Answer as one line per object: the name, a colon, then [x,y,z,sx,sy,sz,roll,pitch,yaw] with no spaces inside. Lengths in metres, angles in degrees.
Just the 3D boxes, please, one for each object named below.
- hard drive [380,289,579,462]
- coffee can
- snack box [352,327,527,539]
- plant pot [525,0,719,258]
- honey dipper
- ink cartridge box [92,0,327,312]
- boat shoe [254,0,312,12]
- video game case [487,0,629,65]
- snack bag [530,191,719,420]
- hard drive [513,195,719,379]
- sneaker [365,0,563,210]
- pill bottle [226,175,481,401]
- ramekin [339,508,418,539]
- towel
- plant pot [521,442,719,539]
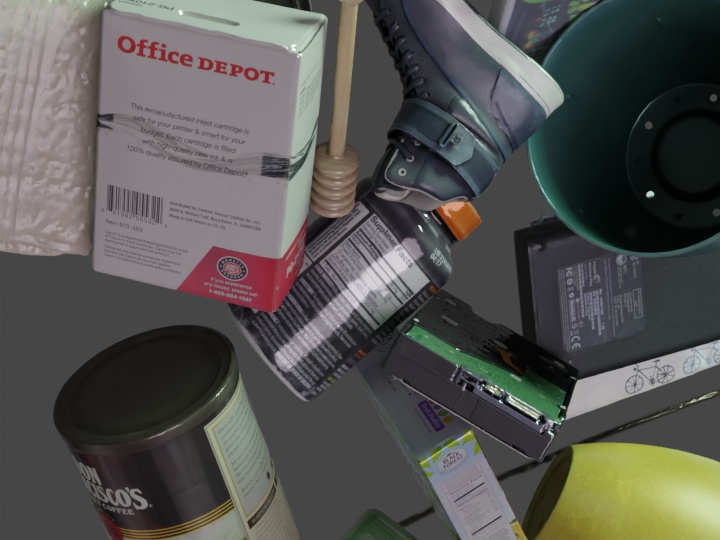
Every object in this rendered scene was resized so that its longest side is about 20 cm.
hard drive: [0.098,0.078,1.219,0.139,0.200,0.038,30,102,5]
coffee can: [-0.136,0.167,1.222,0.145,0.146,0.202,-23,120,-10]
snack box: [0.059,0.139,1.254,0.053,0.200,0.143,-29,120,-5]
plant pot: [0.247,-0.102,1.220,0.202,0.200,0.161,-56,156,9]
honey dipper: [-0.012,-0.124,1.119,0.037,0.038,0.202,-9,136,-17]
ink cartridge box: [-0.108,-0.089,1.107,0.143,0.085,0.202,13,119,9]
boat shoe: [-0.060,-0.149,1.155,0.070,0.064,0.203,-12,117,-16]
video game case: [0.182,-0.216,1.173,0.180,0.024,0.200,-18,160,-13]
snack bag: [0.244,0.020,1.377,0.186,0.021,0.202,-16,118,-14]
hard drive: [0.232,0.012,1.339,0.197,0.033,0.141,-14,112,-14]
sneaker: [0.030,-0.137,1.146,0.202,0.077,0.147,40,85,-1]
pill bottle: [0.000,0.000,1.223,0.200,0.106,0.106,-41,121,0]
ramekin: [-0.013,0.294,1.302,0.097,0.200,0.201,41,96,5]
towel: [-0.241,-0.107,1.122,0.131,0.034,0.202,6,110,-25]
plant pot: [0.225,0.233,1.389,0.141,0.200,0.202,27,103,-2]
